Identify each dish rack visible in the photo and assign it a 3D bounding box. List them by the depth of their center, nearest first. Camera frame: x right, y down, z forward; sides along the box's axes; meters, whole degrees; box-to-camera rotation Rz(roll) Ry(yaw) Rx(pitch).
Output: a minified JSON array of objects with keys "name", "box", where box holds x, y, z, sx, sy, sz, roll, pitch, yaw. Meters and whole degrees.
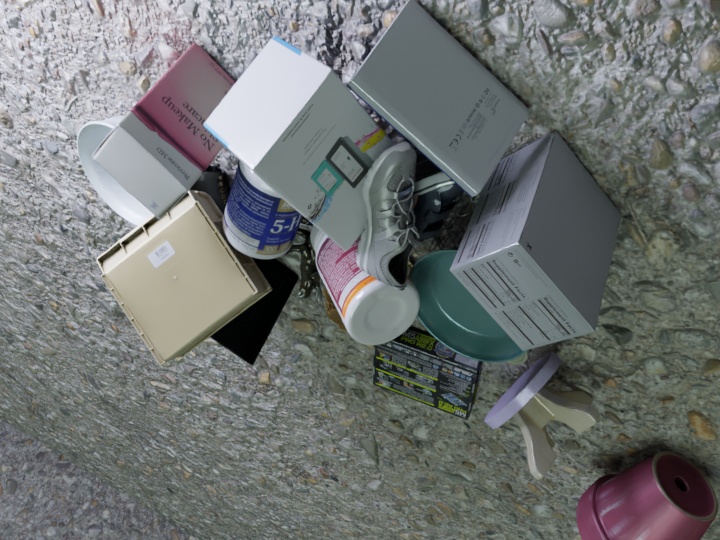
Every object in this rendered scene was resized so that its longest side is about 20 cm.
[{"name":"dish rack","box":[0.133,-0.077,1.065,0.151,0.055,0.203,-12,115,41]}]

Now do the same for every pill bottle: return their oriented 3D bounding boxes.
[{"name":"pill bottle","box":[0.000,0.000,1.115,0.111,0.202,0.116,-14,133,-15]},{"name":"pill bottle","box":[-0.130,-0.127,1.140,0.118,0.121,0.202,28,132,2]}]

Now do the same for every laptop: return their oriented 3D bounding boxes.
[{"name":"laptop","box":[-0.248,0.039,1.359,0.196,0.190,0.117,9,148,33]}]

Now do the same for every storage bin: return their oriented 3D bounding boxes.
[{"name":"storage bin","box":[-0.281,0.009,1.214,0.198,0.094,0.201,-35,90,6]}]

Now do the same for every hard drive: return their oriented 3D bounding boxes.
[{"name":"hard drive","box":[0.096,-0.204,0.907,0.199,0.133,0.025,39,164,-12]}]

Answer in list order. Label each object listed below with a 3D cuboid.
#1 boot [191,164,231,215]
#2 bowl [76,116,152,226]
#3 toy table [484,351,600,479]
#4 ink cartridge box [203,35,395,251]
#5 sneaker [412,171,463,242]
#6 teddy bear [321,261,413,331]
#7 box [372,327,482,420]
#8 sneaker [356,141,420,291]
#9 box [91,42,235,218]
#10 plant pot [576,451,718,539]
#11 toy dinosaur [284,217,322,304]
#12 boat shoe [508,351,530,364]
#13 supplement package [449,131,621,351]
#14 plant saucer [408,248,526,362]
[{"name":"boot","box":[-0.209,-0.104,1.276,0.194,0.078,0.141,7,118,1]},{"name":"bowl","box":[-0.363,-0.177,1.263,0.197,0.091,0.204,23,139,21]},{"name":"toy table","box":[0.294,0.231,1.237,0.117,0.184,0.201,43,156,8]},{"name":"ink cartridge box","box":[-0.062,-0.156,0.965,0.146,0.147,0.200,41,-179,43]},{"name":"sneaker","box":[0.085,-0.080,1.008,0.198,0.077,0.081,-18,93,52]},{"name":"teddy bear","box":[0.030,0.038,1.285,0.144,0.068,0.199,34,137,-21]},{"name":"box","box":[0.118,0.180,1.390,0.196,0.045,0.162,18,141,16]},{"name":"sneaker","box":[0.050,-0.065,0.946,0.082,0.074,0.203,39,142,32]},{"name":"box","box":[-0.261,-0.200,1.088,0.128,0.202,0.108,42,142,-18]},{"name":"plant pot","box":[0.495,0.413,1.295,0.197,0.201,0.181,29,128,0]},{"name":"toy dinosaur","box":[-0.059,-0.048,1.244,0.101,0.078,0.201,28,122,-17]},{"name":"boat shoe","box":[0.224,0.038,1.150,0.071,0.067,0.204,5,121,39]},{"name":"supplement package","box":[0.224,-0.035,0.950,0.156,0.202,0.110,44,141,-20]},{"name":"plant saucer","box":[0.160,0.043,1.078,0.196,0.036,0.203,22,138,21]}]
